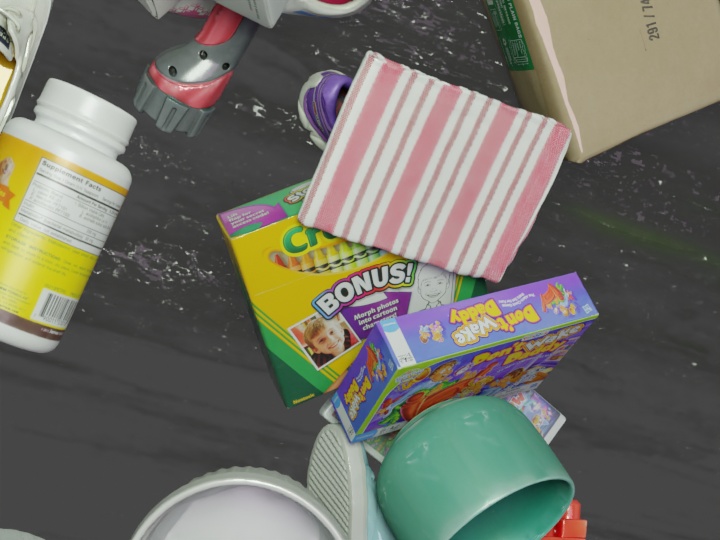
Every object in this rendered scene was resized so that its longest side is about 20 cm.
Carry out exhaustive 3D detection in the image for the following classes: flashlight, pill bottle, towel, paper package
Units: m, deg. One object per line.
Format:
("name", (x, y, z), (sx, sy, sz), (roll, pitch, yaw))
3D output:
("flashlight", (-0.112, -0.203, 1.028), (0.068, 0.068, 0.201), (41, 119, 14))
("pill bottle", (-0.253, -0.045, 1.021), (0.109, 0.109, 0.201), (25, 87, -18))
("towel", (0.060, -0.078, 1.024), (0.199, 0.030, 0.147), (16, 110, -25))
("paper package", (0.222, -0.219, 1.162), (0.189, 0.103, 0.201), (-23, 102, -15))

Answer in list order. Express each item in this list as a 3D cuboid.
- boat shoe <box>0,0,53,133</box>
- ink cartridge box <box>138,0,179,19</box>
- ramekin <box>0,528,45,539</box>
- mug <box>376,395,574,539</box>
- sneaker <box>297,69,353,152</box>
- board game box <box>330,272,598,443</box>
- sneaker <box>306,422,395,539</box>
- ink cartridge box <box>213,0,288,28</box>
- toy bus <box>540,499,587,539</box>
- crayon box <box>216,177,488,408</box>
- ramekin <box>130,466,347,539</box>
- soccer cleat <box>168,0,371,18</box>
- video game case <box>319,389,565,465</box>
("boat shoe", (-0.288, -0.185, 1.018), (0.070, 0.070, 0.202), (18, 90, -18))
("ink cartridge box", (-0.141, -0.324, 1.023), (0.200, 0.084, 0.145), (-42, 80, -10))
("ramekin", (-0.299, 0.308, 1.043), (0.199, 0.098, 0.202), (-1, 94, -18))
("mug", (0.080, 0.191, 1.105), (0.151, 0.115, 0.185), (10, 128, -49))
("sneaker", (0.027, -0.093, 1.121), (0.200, 0.083, 0.081), (40, 83, -17))
("board game box", (0.087, 0.074, 1.097), (0.199, 0.135, 0.045), (-13, 63, -26))
("sneaker", (0.006, 0.230, 1.158), (0.082, 0.074, 0.202), (-11, 99, -38))
("ink cartridge box", (-0.119, -0.290, 0.927), (0.199, 0.083, 0.146), (28, 79, 8))
("toy bus", (0.177, 0.302, 1.146), (0.135, 0.200, 0.194), (9, 86, -24))
("crayon box", (0.000, 0.000, 1.087), (0.199, 0.058, 0.174), (-22, 123, -10))
("ramekin", (-0.099, 0.259, 1.079), (0.198, 0.105, 0.202), (0, 96, -2))
("soccer cleat", (-0.078, -0.247, 1.072), (0.198, 0.086, 0.071), (-3, 96, -17))
("video game case", (0.079, 0.134, 1.191), (0.200, 0.018, 0.144), (40, 82, -17))
